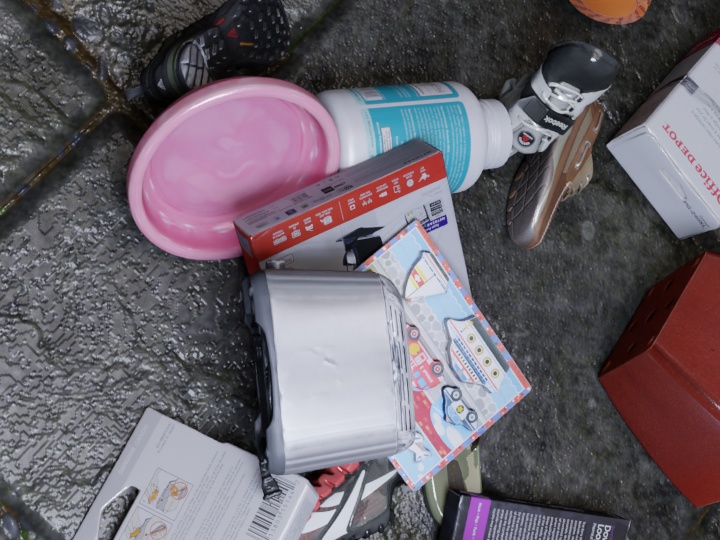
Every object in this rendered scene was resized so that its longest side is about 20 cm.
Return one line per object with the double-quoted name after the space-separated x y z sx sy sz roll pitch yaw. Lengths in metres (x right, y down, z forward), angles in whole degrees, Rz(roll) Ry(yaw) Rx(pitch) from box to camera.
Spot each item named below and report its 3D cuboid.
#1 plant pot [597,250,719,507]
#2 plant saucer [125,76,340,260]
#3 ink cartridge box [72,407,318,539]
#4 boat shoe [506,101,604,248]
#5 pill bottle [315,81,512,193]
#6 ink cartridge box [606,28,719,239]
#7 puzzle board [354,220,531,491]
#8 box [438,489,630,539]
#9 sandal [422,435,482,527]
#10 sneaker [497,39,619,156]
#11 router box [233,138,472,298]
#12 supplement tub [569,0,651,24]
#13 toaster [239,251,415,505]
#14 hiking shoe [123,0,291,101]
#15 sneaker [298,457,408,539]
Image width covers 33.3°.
0.369 0.099 1.255 0.175 0.200 0.201 37 67 1 "plant pot"
-0.117 -0.098 1.084 0.197 0.202 0.051 -7 47 -25 "plant saucer"
-0.156 0.243 1.042 0.174 0.045 0.202 21 70 22 "ink cartridge box"
0.215 -0.110 1.282 0.071 0.076 0.203 28 72 -19 "boat shoe"
0.050 -0.127 1.189 0.197 0.111 0.113 -7 83 -25 "pill bottle"
0.392 -0.157 1.364 0.146 0.083 0.200 49 66 -9 "ink cartridge box"
0.051 0.079 1.102 0.150 0.017 0.201 -38 105 -9 "puzzle board"
0.164 0.300 1.184 0.197 0.036 0.146 13 90 -21 "box"
0.089 0.153 1.182 0.079 0.057 0.205 -13 86 -24 "sandal"
0.189 -0.161 1.209 0.073 0.200 0.090 26 71 -11 "sneaker"
0.000 0.000 1.118 0.198 0.049 0.182 -25 119 -17 "router box"
0.303 -0.386 1.346 0.121 0.122 0.202 29 69 -16 "supplement tub"
-0.028 0.088 1.009 0.127 0.114 0.204 -5 87 -11 "toaster"
-0.142 -0.214 1.136 0.200 0.099 0.077 -45 124 -52 "hiking shoe"
-0.024 0.227 1.110 0.098 0.071 0.201 47 64 -7 "sneaker"
